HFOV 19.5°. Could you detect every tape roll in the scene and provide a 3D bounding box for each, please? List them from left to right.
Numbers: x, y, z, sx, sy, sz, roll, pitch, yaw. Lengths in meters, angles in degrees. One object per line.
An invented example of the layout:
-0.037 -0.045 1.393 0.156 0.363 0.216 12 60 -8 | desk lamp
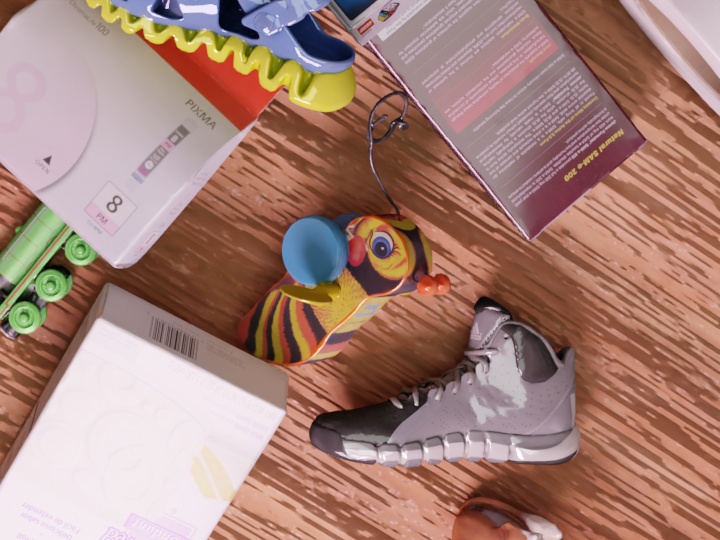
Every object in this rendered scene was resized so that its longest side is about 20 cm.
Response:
0.236 -0.166 1.369 0.071 0.203 0.203 -41 105 4 | tape roll

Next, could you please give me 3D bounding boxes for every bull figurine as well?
0.113 0.262 1.501 0.065 0.121 0.201 -18 100 -40 | bull figurine

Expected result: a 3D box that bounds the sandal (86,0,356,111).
-0.086 -0.177 1.325 0.199 0.080 0.087 20 117 -2 | sandal

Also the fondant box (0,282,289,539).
-0.157 0.128 1.434 0.144 0.058 0.201 27 113 -13 | fondant box

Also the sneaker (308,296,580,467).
0.061 0.075 1.473 0.199 0.075 0.116 1 98 -19 | sneaker

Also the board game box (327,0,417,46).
0.037 -0.258 1.371 0.200 0.035 0.126 -39 69 2 | board game box

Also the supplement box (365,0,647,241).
0.090 -0.132 1.427 0.109 0.061 0.200 -39 104 2 | supplement box

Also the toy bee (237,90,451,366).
0.000 0.000 1.404 0.109 0.131 0.201 43 134 23 | toy bee

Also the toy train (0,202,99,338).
-0.188 -0.041 1.423 0.056 0.042 0.200 40 95 -4 | toy train

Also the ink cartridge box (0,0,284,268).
-0.150 -0.129 1.377 0.162 0.057 0.200 42 100 7 | ink cartridge box
